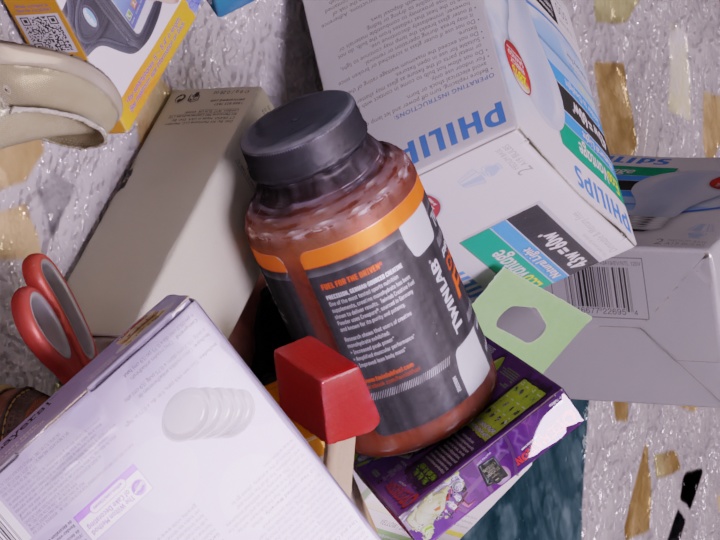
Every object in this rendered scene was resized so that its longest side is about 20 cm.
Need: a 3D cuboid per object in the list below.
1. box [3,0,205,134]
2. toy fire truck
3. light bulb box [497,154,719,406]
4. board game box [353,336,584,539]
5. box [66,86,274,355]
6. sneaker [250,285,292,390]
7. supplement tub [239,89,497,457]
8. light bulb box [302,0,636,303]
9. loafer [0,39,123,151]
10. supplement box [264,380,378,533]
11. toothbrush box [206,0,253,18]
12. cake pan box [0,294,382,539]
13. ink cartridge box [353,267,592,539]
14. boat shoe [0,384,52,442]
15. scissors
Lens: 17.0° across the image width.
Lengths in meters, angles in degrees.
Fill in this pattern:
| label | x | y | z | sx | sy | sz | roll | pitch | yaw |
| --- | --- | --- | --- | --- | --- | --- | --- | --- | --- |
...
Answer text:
| label | x | y | z | sx | sy | sz | roll | pitch | yaw |
| --- | --- | --- | --- | --- | --- | --- | --- | --- | --- |
| box | -0.157 | -0.187 | 1.322 | 0.119 | 0.041 | 0.201 | -64 | 144 | -37 |
| toy fire truck | -0.051 | 0.152 | 1.329 | 0.140 | 0.049 | 0.201 | -26 | 124 | -28 |
| light bulb box | 0.212 | 0.003 | 1.803 | 0.200 | 0.197 | 0.126 | -40 | 127 | -54 |
| board game box | 0.056 | 0.098 | 1.441 | 0.032 | 0.120 | 0.200 | 57 | -4 | -12 |
| box | -0.104 | -0.010 | 1.389 | 0.082 | 0.068 | 0.201 | 63 | 40 | -38 |
| sneaker | -0.020 | 0.022 | 1.539 | 0.091 | 0.075 | 0.201 | 50 | 46 | -41 |
| supplement tub | 0.000 | 0.000 | 1.387 | 0.107 | 0.106 | 0.201 | -52 | 127 | -47 |
| light bulb box | 0.068 | -0.110 | 1.571 | 0.198 | 0.124 | 0.201 | 37 | 34 | -54 |
| loafer | -0.201 | -0.084 | 1.219 | 0.199 | 0.075 | 0.069 | 14 | 80 | -50 |
| supplement box | -0.022 | 0.177 | 1.444 | 0.126 | 0.073 | 0.201 | -109 | 176 | -75 |
| toothbrush box | -0.044 | -0.251 | 1.271 | 0.146 | 0.086 | 0.201 | -27 | 148 | -12 |
| cake pan box | -0.108 | 0.144 | 1.227 | 0.200 | 0.052 | 0.184 | -43 | 105 | -14 |
| ink cartridge box | 0.071 | 0.102 | 1.611 | 0.200 | 0.048 | 0.145 | -47 | 149 | 11 |
| boat shoe | -0.148 | 0.136 | 1.314 | 0.201 | 0.067 | 0.072 | 60 | 42 | -42 |
| scissors | -0.131 | 0.084 | 1.273 | 0.201 | 0.014 | 0.073 | 62 | 13 | -12 |
